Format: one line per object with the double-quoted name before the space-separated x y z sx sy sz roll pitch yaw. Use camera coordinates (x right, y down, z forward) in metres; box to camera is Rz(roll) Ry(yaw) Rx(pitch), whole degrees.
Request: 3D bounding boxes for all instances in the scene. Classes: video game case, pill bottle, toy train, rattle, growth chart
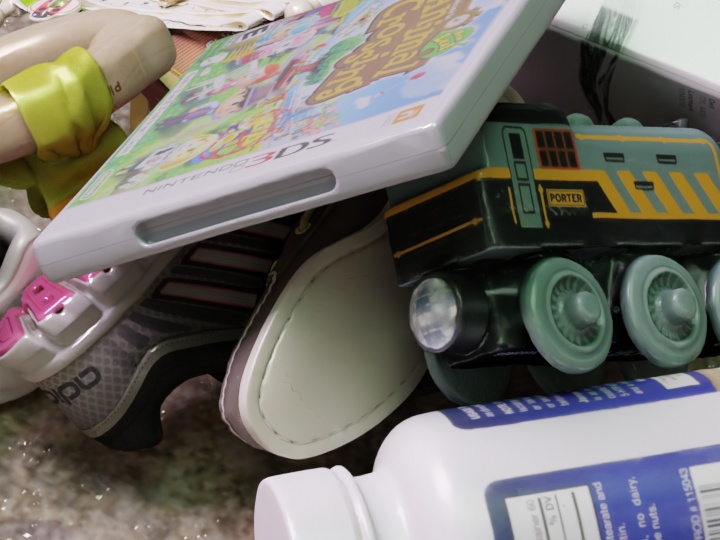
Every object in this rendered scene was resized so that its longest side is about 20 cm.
"video game case" -0.016 -0.069 1.182 0.181 0.022 0.200 -15 21 27
"pill bottle" 0.065 0.109 1.148 0.199 0.120 0.120 -8 47 -13
"toy train" 0.094 -0.009 1.194 0.199 0.085 0.115 -1 76 -41
"rattle" -0.157 -0.044 1.341 0.199 0.143 0.130 -7 41 40
"growth chart" -0.063 -0.142 1.396 0.199 0.018 0.145 3 29 31

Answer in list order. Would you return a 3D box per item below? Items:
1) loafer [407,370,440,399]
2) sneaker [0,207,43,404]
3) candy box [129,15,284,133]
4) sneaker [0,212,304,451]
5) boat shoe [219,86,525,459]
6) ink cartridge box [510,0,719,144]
"loafer" 0.055 0.008 1.292 0.199 0.071 0.073 -20 84 -11
"sneaker" -0.216 0.021 1.219 0.199 0.100 0.078 -23 52 -25
"candy box" 0.006 -0.086 1.375 0.199 0.057 0.117 -25 53 -28
"sneaker" -0.059 0.001 1.240 0.200 0.088 0.074 -42 20 -24
"boat shoe" 0.000 0.000 1.199 0.059 0.072 0.200 -6 40 47
"ink cartridge box" 0.127 -0.138 1.313 0.199 0.084 0.146 25 68 18
